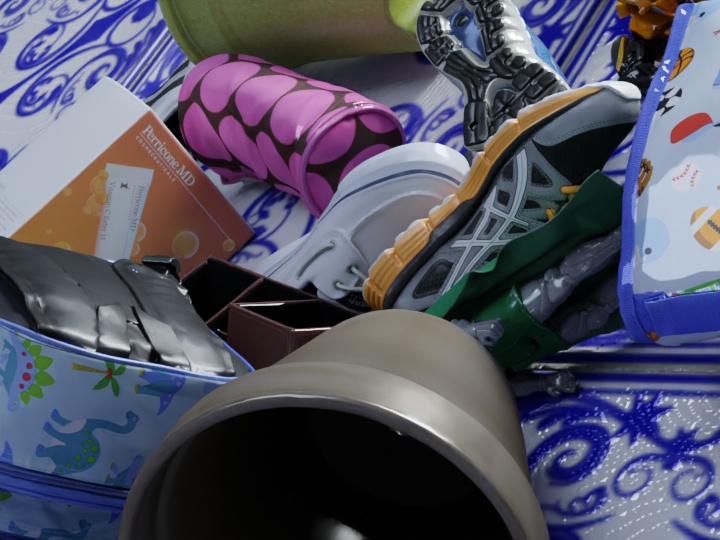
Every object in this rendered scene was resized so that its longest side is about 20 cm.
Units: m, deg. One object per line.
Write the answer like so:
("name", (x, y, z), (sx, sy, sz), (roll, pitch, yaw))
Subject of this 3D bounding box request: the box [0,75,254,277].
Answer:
("box", (-0.194, -0.013, 1.466), (0.200, 0.124, 0.097), (-44, 30, -6))

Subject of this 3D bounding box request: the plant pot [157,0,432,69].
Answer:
("plant pot", (-0.012, -0.224, 1.511), (0.184, 0.201, 0.201), (9, 54, 38))

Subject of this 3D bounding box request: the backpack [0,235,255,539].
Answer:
("backpack", (-0.154, 0.068, 1.128), (0.200, 0.182, 0.148), (30, 106, 61))

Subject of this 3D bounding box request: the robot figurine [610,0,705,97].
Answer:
("robot figurine", (0.222, -0.146, 1.246), (0.145, 0.058, 0.200), (-41, 30, -7))

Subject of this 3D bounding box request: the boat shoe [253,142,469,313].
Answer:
("boat shoe", (0.000, 0.000, 1.277), (0.200, 0.073, 0.067), (-43, 35, 47))

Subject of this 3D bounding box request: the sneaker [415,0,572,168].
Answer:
("sneaker", (0.103, -0.091, 1.287), (0.078, 0.089, 0.201), (-34, 50, 20))

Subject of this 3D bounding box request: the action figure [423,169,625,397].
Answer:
("action figure", (0.083, 0.032, 1.140), (0.200, 0.118, 0.055), (-33, 41, 28))

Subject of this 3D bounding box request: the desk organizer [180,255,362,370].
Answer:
("desk organizer", (-0.068, 0.049, 1.252), (0.200, 0.071, 0.077), (20, 108, 53))

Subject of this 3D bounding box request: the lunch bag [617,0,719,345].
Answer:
("lunch bag", (0.222, -0.042, 1.033), (0.169, 0.124, 0.200), (-9, 35, 29))

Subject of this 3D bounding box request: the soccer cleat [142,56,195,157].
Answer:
("soccer cleat", (-0.105, -0.142, 1.608), (0.200, 0.069, 0.085), (-49, 40, -9))

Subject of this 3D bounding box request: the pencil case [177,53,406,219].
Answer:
("pencil case", (-0.046, -0.084, 1.440), (0.090, 0.094, 0.200), (-2, 15, -28))

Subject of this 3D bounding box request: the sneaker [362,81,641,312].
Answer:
("sneaker", (0.089, -0.024, 1.184), (0.200, 0.078, 0.077), (-48, 65, 28))

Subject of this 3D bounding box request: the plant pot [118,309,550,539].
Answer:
("plant pot", (0.006, 0.107, 1.044), (0.199, 0.200, 0.174), (-24, 17, 25))
